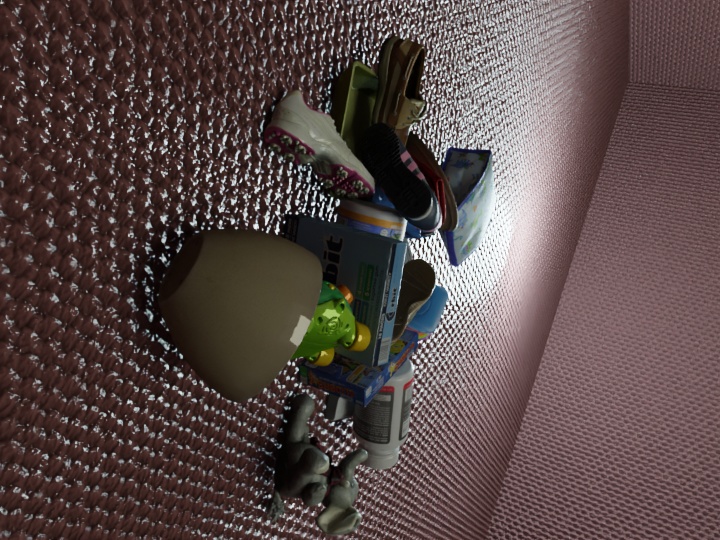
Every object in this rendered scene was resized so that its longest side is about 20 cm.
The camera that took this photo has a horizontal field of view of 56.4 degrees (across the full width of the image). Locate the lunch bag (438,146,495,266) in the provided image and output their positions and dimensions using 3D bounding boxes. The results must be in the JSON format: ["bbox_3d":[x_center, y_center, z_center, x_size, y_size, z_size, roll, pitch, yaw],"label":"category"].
[{"bbox_3d":[0.220,-0.138,1.470,0.172,0.124,0.203,69,34,-49],"label":"lunch bag"}]

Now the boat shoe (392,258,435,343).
[{"bbox_3d":[0.066,0.059,1.160,0.201,0.072,0.065,-55,-178,-38],"label":"boat shoe"}]

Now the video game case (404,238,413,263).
[{"bbox_3d":[0.038,-0.061,1.199,0.199,0.018,0.147,-5,80,-63],"label":"video game case"}]

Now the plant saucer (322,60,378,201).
[{"bbox_3d":[-0.001,-0.214,1.092,0.198,0.047,0.206,1,102,-63],"label":"plant saucer"}]

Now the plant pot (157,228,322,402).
[{"bbox_3d":[-0.156,0.030,0.787,0.133,0.198,0.204,36,68,-28],"label":"plant pot"}]

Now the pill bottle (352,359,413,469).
[{"bbox_3d":[0.040,0.266,1.271,0.110,0.108,0.206,-27,126,-55],"label":"pill bottle"}]

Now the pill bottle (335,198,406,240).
[{"bbox_3d":[0.000,0.000,1.037,0.111,0.110,0.206,-7,111,-61],"label":"pill bottle"}]

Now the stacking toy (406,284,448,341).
[{"bbox_3d":[0.121,0.108,1.446,0.201,0.114,0.112,79,35,-63],"label":"stacking toy"}]

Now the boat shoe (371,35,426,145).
[{"bbox_3d":[0.065,-0.261,1.063,0.075,0.072,0.206,-30,129,-53],"label":"boat shoe"}]

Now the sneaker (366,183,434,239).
[{"bbox_3d":[0.076,-0.104,1.158,0.199,0.077,0.068,32,76,-61],"label":"sneaker"}]

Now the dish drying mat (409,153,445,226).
[{"bbox_3d":[0.095,-0.141,1.092,0.018,0.201,0.079,-15,117,-9],"label":"dish drying mat"}]

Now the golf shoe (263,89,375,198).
[{"bbox_3d":[-0.045,-0.176,0.953,0.198,0.074,0.094,32,61,-39],"label":"golf shoe"}]

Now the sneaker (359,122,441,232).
[{"bbox_3d":[0.060,-0.136,1.017,0.069,0.203,0.082,-32,146,12],"label":"sneaker"}]

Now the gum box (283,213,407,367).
[{"bbox_3d":[-0.036,0.023,0.967,0.044,0.196,0.175,-6,108,-53],"label":"gum box"}]

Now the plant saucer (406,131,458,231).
[{"bbox_3d":[0.111,-0.156,1.213,0.029,0.201,0.202,-29,138,-10],"label":"plant saucer"}]

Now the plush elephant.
[{"bbox_3d":[-0.058,0.339,1.109,0.151,0.165,0.204,15,109,-23],"label":"plush elephant"}]

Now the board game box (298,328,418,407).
[{"bbox_3d":[0.000,0.149,1.170,0.199,0.133,0.035,-37,135,-50],"label":"board game box"}]

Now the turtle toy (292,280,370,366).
[{"bbox_3d":[-0.087,0.066,0.907,0.144,0.198,0.104,17,58,-40],"label":"turtle toy"}]

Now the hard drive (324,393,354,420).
[{"bbox_3d":[0.000,0.214,1.317,0.199,0.026,0.136,8,95,-63],"label":"hard drive"}]
